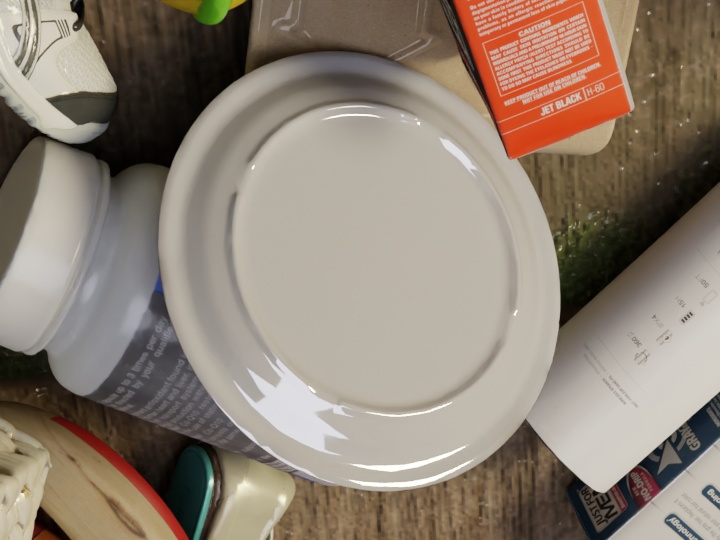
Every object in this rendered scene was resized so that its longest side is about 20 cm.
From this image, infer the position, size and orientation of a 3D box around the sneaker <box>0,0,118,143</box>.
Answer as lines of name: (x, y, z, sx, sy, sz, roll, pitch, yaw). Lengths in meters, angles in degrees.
sneaker: (-0.146, -0.147, 0.792, 0.087, 0.076, 0.201, -28, 120, 3)

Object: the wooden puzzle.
wooden puzzle: (0.042, -0.149, 0.854, 0.183, 0.046, 0.201, 2, 121, -13)

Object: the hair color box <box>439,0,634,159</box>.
hair color box: (0.048, -0.158, 0.762, 0.061, 0.102, 0.201, -21, 123, 2)

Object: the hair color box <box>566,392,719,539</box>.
hair color box: (0.220, 0.097, 1.009, 0.200, 0.061, 0.100, -44, 117, 11)

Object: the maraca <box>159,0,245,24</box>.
maraca: (-0.071, -0.200, 0.742, 0.106, 0.137, 0.202, -9, 106, -15)

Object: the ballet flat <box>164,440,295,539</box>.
ballet flat: (-0.092, 0.180, 0.986, 0.069, 0.070, 0.201, 20, 111, -21)

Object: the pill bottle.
pill bottle: (-0.078, 0.018, 0.871, 0.199, 0.114, 0.114, 23, 110, -23)

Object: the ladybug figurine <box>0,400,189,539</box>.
ladybug figurine: (-0.141, 0.144, 0.916, 0.200, 0.072, 0.136, 50, 121, 2)

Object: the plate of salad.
plate of salad: (0.000, 0.000, 0.826, 0.198, 0.048, 0.202, 8, 71, -24)

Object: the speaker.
speaker: (0.170, 0.022, 0.948, 0.200, 0.081, 0.081, -44, 118, 11)

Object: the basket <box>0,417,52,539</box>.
basket: (-0.241, 0.150, 0.851, 0.135, 0.123, 0.201, 28, 117, 14)
